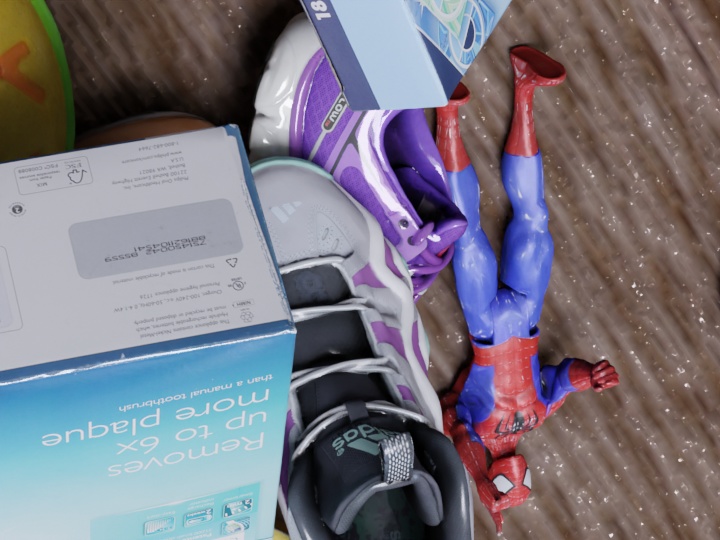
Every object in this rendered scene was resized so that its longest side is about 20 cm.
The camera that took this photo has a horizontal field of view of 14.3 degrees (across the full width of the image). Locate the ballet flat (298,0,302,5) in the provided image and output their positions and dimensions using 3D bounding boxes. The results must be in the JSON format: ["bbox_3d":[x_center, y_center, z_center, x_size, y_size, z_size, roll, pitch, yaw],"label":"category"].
[{"bbox_3d":[-0.041,-0.169,1.006,0.073,0.073,0.200,-34,124,-3],"label":"ballet flat"}]

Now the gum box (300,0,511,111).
[{"bbox_3d":[0.022,-0.183,0.996,0.200,0.045,0.170,-57,134,-40],"label":"gum box"}]

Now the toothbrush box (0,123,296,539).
[{"bbox_3d":[-0.106,0.049,0.970,0.146,0.085,0.200,-10,150,-12],"label":"toothbrush box"}]

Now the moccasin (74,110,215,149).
[{"bbox_3d":[-0.128,0.015,1.078,0.201,0.078,0.074,-33,137,-4],"label":"moccasin"}]

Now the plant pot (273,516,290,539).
[{"bbox_3d":[-0.088,0.176,1.126,0.201,0.201,0.189,28,87,-31],"label":"plant pot"}]

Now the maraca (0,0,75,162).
[{"bbox_3d":[-0.168,-0.073,1.011,0.137,0.107,0.200,-1,94,-21],"label":"maraca"}]

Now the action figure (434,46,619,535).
[{"bbox_3d":[0.066,0.022,1.162,0.065,0.099,0.200,-12,122,-15],"label":"action figure"}]

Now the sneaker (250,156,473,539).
[{"bbox_3d":[0.000,0.050,1.009,0.078,0.140,0.200,-19,88,-5],"label":"sneaker"}]

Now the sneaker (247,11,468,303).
[{"bbox_3d":[0.000,0.000,1.112,0.083,0.081,0.200,10,118,15],"label":"sneaker"}]
